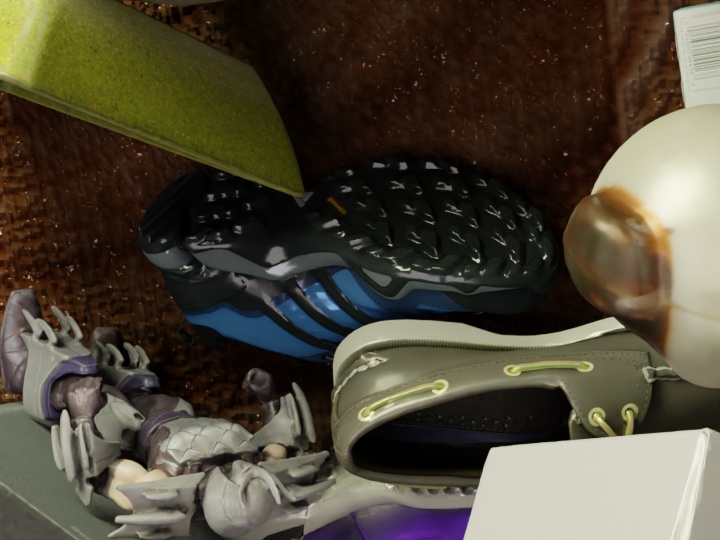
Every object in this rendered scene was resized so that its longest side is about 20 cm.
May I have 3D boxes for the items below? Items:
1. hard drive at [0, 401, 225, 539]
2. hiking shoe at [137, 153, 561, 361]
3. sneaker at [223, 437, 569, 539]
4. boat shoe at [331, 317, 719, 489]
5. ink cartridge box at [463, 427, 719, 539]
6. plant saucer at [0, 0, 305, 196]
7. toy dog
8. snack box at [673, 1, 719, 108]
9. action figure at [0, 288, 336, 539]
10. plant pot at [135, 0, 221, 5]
[{"bbox_3d":[-0.130,0.114,0.926,0.139,0.200,0.033,35,93,6],"label":"hard drive"},{"bbox_3d":[0.000,0.000,0.909,0.199,0.075,0.087,6,135,26],"label":"hiking shoe"},{"bbox_3d":[0.030,0.131,0.944,0.199,0.070,0.100,-12,110,36],"label":"sneaker"},{"bbox_3d":[0.087,0.061,0.851,0.200,0.060,0.072,0,130,4],"label":"boat shoe"},{"bbox_3d":[0.154,0.136,0.782,0.199,0.085,0.144,25,160,-25],"label":"ink cartridge box"},{"bbox_3d":[-0.142,-0.099,0.855,0.199,0.200,0.048,21,91,33],"label":"plant saucer"},{"bbox_3d":[0.167,-0.013,0.691,0.199,0.140,0.195,-10,119,43],"label":"toy dog"},{"bbox_3d":[0.193,-0.012,0.784,0.116,0.037,0.201,-7,92,29],"label":"snack box"},{"bbox_3d":[-0.095,0.071,0.922,0.200,0.130,0.070,25,103,49],"label":"action figure"},{"bbox_3d":[-0.074,-0.184,0.806,0.200,0.200,0.135,37,155,9],"label":"plant pot"}]
